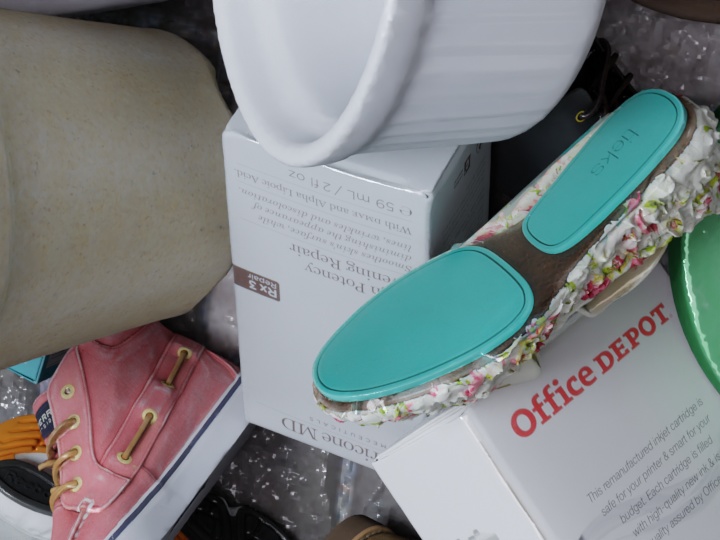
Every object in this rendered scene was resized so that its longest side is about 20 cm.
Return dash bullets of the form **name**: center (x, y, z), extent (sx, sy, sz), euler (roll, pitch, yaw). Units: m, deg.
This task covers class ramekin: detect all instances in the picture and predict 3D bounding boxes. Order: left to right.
- **ramekin**: center (0.018, -0.141, 0.871), extent (0.097, 0.200, 0.202), euler (-1, 102, -24)

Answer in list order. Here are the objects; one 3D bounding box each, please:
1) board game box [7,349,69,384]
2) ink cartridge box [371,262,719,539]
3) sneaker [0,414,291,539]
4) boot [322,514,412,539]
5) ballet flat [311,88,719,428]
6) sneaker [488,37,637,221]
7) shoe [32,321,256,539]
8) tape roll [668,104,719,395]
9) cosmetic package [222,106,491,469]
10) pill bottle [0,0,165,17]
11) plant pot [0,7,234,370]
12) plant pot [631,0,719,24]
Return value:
- **board game box**: center (-0.217, -0.055, 1.141), extent (0.199, 0.047, 0.152), euler (24, 105, 13)
- **ink cartridge box**: center (0.122, 0.119, 1.000), extent (0.201, 0.146, 0.083), euler (56, 142, 0)
- **sneaker**: center (-0.110, 0.153, 1.141), extent (0.199, 0.076, 0.092), euler (32, 134, 2)
- **boot**: center (-0.023, 0.209, 1.058), extent (0.075, 0.074, 0.200), euler (21, 66, 36)
- **ballet flat**: center (0.073, 0.008, 0.920), extent (0.200, 0.064, 0.076), euler (-38, 43, 0)
- **sneaker**: center (0.102, -0.078, 0.988), extent (0.106, 0.200, 0.075), euler (18, 59, 7)
- **shoe**: center (-0.127, 0.100, 1.066), extent (0.091, 0.200, 0.072), euler (34, 139, 4)
- **tape roll**: center (0.234, -0.008, 0.974), extent (0.199, 0.048, 0.202), euler (0, 91, 0)
- **cosmetic package**: center (0.000, 0.000, 1.014), extent (0.101, 0.074, 0.201), euler (19, 140, 18)
- **pill bottle**: center (-0.153, -0.219, 1.059), extent (0.112, 0.113, 0.202), euler (-7, 96, 18)
- **plant pot**: center (-0.158, -0.036, 0.986), extent (0.200, 0.183, 0.202), euler (8, 101, 46)
- **plant pot**: center (0.147, -0.196, 0.936), extent (0.199, 0.175, 0.202), euler (3, 101, 16)
